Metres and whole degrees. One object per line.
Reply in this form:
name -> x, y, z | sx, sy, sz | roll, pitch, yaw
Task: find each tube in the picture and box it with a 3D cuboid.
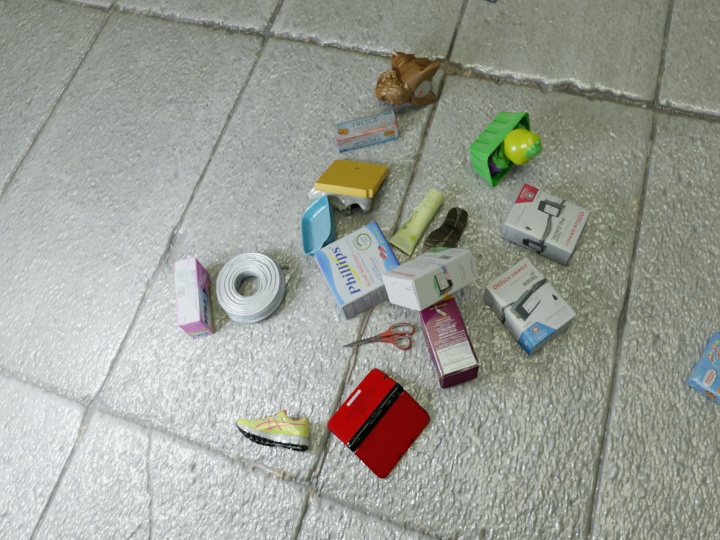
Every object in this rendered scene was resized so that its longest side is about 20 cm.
tube -> 0.169, -0.142, 1.710 | 0.201, 0.052, 0.058 | -54, 30, -10

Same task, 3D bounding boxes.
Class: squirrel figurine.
squirrel figurine -> 0.130, -0.611, 1.874 | 0.197, 0.142, 0.188 | -27, 59, -8

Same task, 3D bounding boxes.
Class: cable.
cable -> -0.309, 0.047, 1.677 | 0.195, 0.070, 0.204 | 9, 68, 11

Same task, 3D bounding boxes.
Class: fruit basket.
fruit basket -> 0.436, -0.347, 1.702 | 0.211, 0.156, 0.220 | -10, 54, 15

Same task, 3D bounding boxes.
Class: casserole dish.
casserole dish -> -0.118, -0.124, 1.706 | 0.120, 0.038, 0.203 | -36, 43, 28

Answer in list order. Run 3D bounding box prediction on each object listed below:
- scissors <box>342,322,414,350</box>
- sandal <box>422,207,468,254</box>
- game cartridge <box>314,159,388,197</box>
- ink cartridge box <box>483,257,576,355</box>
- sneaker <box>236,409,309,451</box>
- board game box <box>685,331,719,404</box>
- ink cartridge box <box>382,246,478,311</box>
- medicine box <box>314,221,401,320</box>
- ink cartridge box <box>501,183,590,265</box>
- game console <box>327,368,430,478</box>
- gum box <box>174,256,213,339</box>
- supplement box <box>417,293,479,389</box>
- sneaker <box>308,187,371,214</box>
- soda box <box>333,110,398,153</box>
scissors -> 0.048, 0.177, 1.606 | 0.195, 0.014, 0.075 | 0, 69, 9
sandal -> 0.240, -0.098, 1.682 | 0.080, 0.055, 0.201 | 27, 58, 11
game cartridge -> -0.023, -0.268, 1.736 | 0.172, 0.033, 0.201 | 10, 33, 14
ink cartridge box -> 0.436, 0.091, 1.550 | 0.143, 0.085, 0.201 | -33, 66, -8
sneaker -> -0.218, 0.397, 1.517 | 0.195, 0.079, 0.092 | 10, 59, 5
board game box -> 0.917, 0.266, 1.436 | 0.198, 0.037, 0.152 | 34, 75, 19
ink cartridge box -> 0.176, 0.017, 1.520 | 0.197, 0.144, 0.086 | -25, 107, -26
medicine box -> 0.000, 0.000, 1.639 | 0.197, 0.103, 0.184 | -27, 66, -6
ink cartridge box -> 0.510, -0.127, 1.637 | 0.197, 0.084, 0.147 | 26, 72, 17
game console -> 0.044, 0.383, 1.512 | 0.200, 0.119, 0.171 | -47, 38, -14
gum box -> -0.465, 0.072, 1.662 | 0.065, 0.114, 0.204 | -12, 66, 2
supplement box -> 0.220, 0.178, 1.516 | 0.101, 0.131, 0.204 | -17, 66, 0
sneaker -> -0.061, -0.210, 1.760 | 0.195, 0.075, 0.083 | 2, 75, 9
soda box -> 0.018, -0.430, 1.843 | 0.195, 0.069, 0.065 | -13, 65, 1
